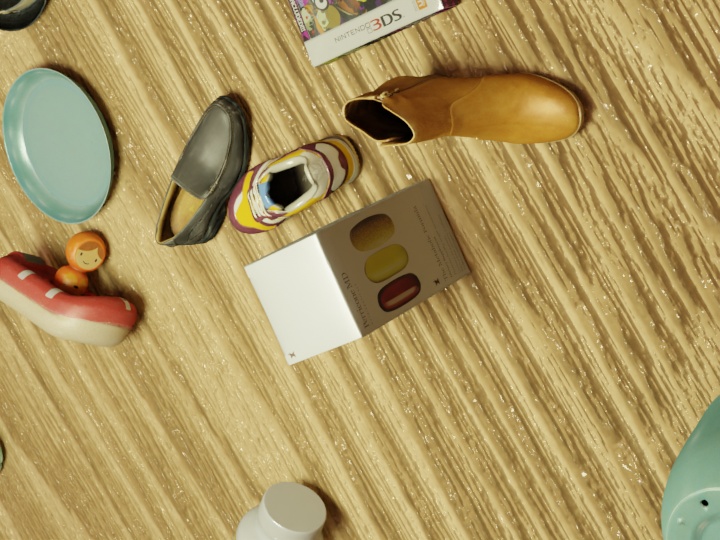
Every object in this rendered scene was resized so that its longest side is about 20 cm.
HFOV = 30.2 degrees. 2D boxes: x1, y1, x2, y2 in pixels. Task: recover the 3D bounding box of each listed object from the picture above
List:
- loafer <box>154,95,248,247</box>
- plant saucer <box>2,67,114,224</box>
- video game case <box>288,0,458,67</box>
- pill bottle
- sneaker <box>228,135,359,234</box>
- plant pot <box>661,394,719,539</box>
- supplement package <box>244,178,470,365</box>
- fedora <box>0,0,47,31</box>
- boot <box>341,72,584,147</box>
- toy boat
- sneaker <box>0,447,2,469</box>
[{"bbox_3d":[-0.183,-0.107,1.538,0.073,0.072,0.201,35,125,23],"label":"loafer"},{"bbox_3d":[-0.380,-0.160,1.700,0.199,0.027,0.202,15,117,32],"label":"plant saucer"},{"bbox_3d":[-0.011,-0.328,1.339,0.180,0.036,0.202,-16,97,39],"label":"video game case"},{"bbox_3d":[-0.108,0.358,1.640,0.112,0.112,0.201,37,126,20],"label":"pill bottle"},{"bbox_3d":[-0.095,-0.088,1.464,0.199,0.090,0.075,-29,90,41],"label":"sneaker"},{"bbox_3d":[0.361,0.217,1.186,0.199,0.160,0.203,15,116,32],"label":"plant pot"},{"bbox_3d":[0.000,0.000,1.353,0.109,0.199,0.115,-23,94,41],"label":"supplement package"},{"bbox_3d":[-0.474,-0.379,1.640,0.199,0.091,0.203,15,116,33],"label":"fedora"},{"bbox_3d":[0.094,-0.142,1.260,0.200,0.144,0.072,14,117,33],"label":"boot"},{"bbox_3d":[-0.369,0.012,1.717,0.199,0.130,0.132,29,94,26],"label":"toy boat"},{"bbox_3d":[-0.631,0.313,2.009,0.200,0.139,0.078,-38,83,41],"label":"sneaker"}]
